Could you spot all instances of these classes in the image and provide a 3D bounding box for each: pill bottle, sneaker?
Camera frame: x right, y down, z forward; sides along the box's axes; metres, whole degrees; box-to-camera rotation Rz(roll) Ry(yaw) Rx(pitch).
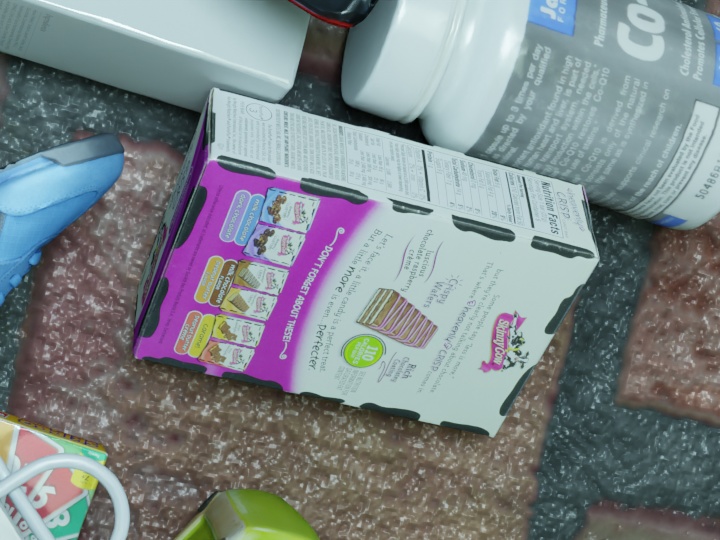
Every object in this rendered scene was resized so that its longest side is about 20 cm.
[{"bbox_3d":[0.097,-0.101,0.860,0.199,0.114,0.114,16,91,-16],"label":"pill bottle"},{"bbox_3d":[-0.189,0.007,0.786,0.199,0.066,0.079,-31,92,-5],"label":"sneaker"}]

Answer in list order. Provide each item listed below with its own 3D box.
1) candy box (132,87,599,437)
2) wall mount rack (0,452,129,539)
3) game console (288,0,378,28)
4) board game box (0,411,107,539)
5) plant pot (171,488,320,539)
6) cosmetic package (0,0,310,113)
[{"bbox_3d":[0.000,0.000,0.837,0.199,0.061,0.137,15,130,-15],"label":"candy box"},{"bbox_3d":[-0.217,0.127,0.799,0.199,0.075,0.174,-32,102,-9],"label":"wall mount rack"},{"bbox_3d":[-0.021,-0.225,0.748,0.176,0.031,0.200,32,79,17],"label":"game console"},{"bbox_3d":[-0.207,0.171,0.851,0.095,0.030,0.201,20,92,-15],"label":"board game box"},{"bbox_3d":[-0.047,0.223,0.813,0.199,0.200,0.182,-45,96,-6],"label":"plant pot"},{"bbox_3d":[-0.121,-0.155,0.804,0.199,0.081,0.114,19,73,-16],"label":"cosmetic package"}]
